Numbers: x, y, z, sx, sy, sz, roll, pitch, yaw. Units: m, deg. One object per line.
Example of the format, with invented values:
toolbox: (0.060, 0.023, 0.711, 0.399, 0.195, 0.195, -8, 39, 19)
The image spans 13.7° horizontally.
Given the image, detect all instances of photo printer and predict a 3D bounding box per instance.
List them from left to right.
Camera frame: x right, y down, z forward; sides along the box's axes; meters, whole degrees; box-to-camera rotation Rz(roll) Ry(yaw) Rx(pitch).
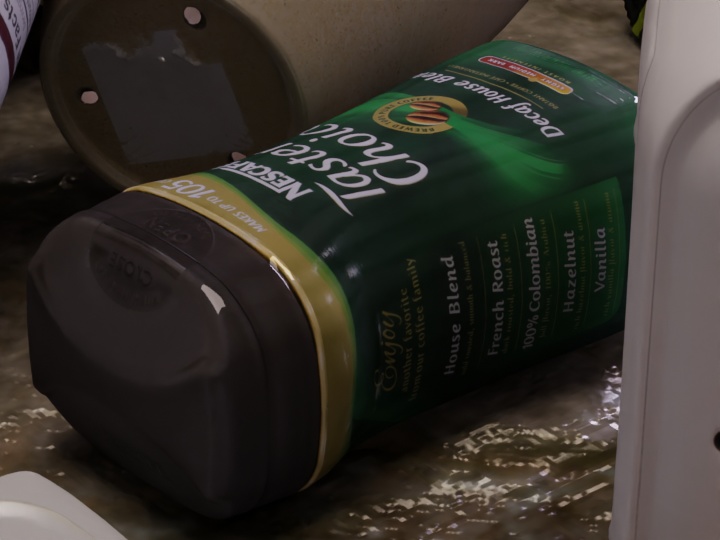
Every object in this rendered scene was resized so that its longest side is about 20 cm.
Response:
photo printer: (0.108, -0.010, 0.819, 0.069, 0.201, 0.167, 5, 29, 7)

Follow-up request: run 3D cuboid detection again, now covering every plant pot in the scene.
plant pot: (-0.030, -0.111, 1.033, 0.186, 0.188, 0.200, 10, 39, 15)

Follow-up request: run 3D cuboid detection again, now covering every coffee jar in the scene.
coffee jar: (0.000, 0.000, 0.913, 0.199, 0.086, 0.104, -25, 37, -37)

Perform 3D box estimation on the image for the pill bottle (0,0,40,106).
pill bottle: (-0.152, -0.102, 0.930, 0.112, 0.113, 0.201, 8, 57, 13)

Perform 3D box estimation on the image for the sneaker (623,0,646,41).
sneaker: (0.172, -0.092, 1.091, 0.076, 0.076, 0.200, -14, 34, -23)

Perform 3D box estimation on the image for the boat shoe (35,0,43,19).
boat shoe: (-0.135, -0.121, 1.096, 0.090, 0.071, 0.200, 4, 10, 3)

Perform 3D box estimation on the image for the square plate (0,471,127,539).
square plate: (-0.105, 0.122, 0.756, 0.198, 0.029, 0.200, -22, 37, -35)
